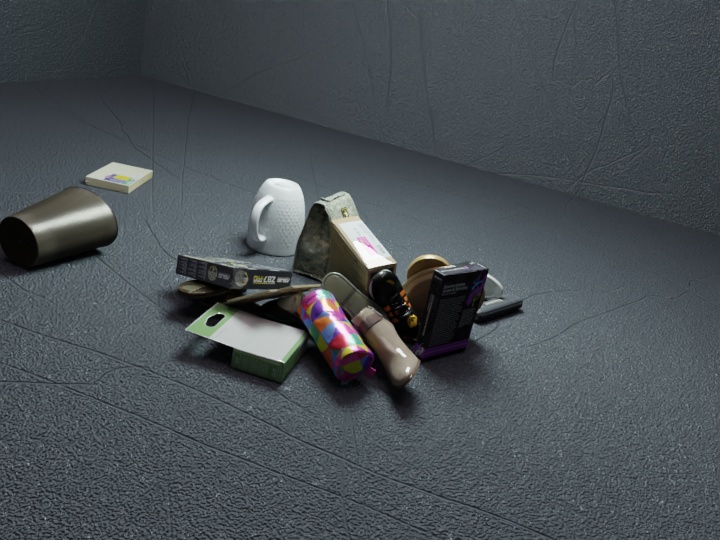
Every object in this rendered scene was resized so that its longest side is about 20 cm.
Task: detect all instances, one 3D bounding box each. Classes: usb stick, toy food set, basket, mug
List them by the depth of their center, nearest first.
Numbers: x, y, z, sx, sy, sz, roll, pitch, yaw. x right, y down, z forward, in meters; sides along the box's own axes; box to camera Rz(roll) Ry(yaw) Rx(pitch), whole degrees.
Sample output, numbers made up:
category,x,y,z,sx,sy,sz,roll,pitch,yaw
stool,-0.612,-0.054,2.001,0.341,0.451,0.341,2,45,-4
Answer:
category,x,y,z,sx,sy,sz,roll,pitch,yaw
basket,-0.672,-0.092,1.511,0.180,0.137,0.200,25,27,15
toy food set,0.175,0.056,1.532,0.199,0.198,0.049,15,43,-15
usb stick,0.338,0.092,1.732,0.199,0.033,0.055,-11,30,-45
mug,-0.229,-0.140,1.804,0.147,0.176,0.200,20,23,19

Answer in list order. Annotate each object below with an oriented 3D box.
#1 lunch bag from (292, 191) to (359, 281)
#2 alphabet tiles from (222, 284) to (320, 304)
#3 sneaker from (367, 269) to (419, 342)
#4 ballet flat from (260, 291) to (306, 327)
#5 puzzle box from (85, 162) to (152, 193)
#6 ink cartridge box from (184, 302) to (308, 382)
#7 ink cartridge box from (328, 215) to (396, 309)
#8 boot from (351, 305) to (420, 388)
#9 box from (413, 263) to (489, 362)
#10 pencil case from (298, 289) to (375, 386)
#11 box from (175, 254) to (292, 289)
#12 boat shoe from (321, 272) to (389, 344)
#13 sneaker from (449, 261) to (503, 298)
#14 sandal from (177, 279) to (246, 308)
category,x,y,z,sx,sy,sz,roll,pitch,yaw
lunch bag,-0.077,-0.095,1.742,0.117,0.201,0.164,18,21,17
alphabet tiles,-0.183,0.050,1.430,0.166,0.006,0.200,-14,-5,21
sneaker,0.084,0.077,1.447,0.070,0.200,0.090,-42,50,-15
ballet flat,-0.118,0.085,1.451,0.199,0.069,0.068,20,24,19
puzzle box,-0.731,-0.284,2.093,0.132,0.026,0.200,13,22,0
ink cartridge box,-0.214,0.133,1.309,0.199,0.048,0.146,15,21,10
ink cartridge box,0.000,0.000,1.545,0.075,0.165,0.200,-12,41,-22
boot,0.041,0.140,1.321,0.146,0.070,0.200,48,4,-3
box,0.188,0.086,1.435,0.142,0.201,0.036,-7,30,-41
pencil case,-0.048,0.125,1.318,0.088,0.089,0.200,-2,39,-32
box,-0.270,0.004,1.469,0.199,0.049,0.161,11,2,40
boat shoe,-0.007,0.087,1.450,0.199,0.075,0.066,42,-6,-2
sneaker,0.314,0.018,1.834,0.099,0.071,0.199,-14,24,-42
sandal,-0.310,0.051,1.463,0.081,0.055,0.200,12,5,18
